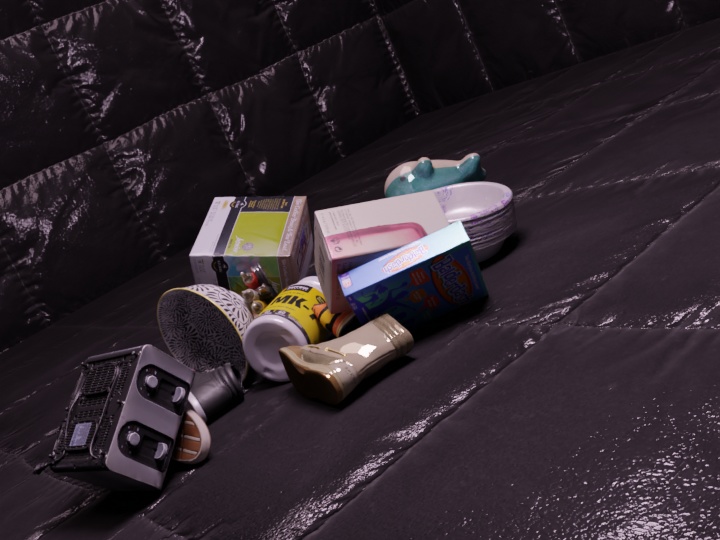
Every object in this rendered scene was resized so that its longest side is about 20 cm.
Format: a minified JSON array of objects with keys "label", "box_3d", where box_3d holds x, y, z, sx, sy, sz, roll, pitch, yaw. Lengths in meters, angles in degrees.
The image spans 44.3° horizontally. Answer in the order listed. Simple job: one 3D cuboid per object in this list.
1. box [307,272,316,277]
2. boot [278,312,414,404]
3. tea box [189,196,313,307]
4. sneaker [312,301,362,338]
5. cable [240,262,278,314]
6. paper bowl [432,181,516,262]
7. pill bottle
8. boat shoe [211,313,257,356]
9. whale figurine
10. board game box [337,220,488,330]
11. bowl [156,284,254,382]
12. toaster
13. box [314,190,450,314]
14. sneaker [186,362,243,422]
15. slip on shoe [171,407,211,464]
[{"label":"box","box_3d":[-0.066,0.034,1.772,0.198,0.046,0.159,-25,13,8]},{"label":"boot","box_3d":[-0.024,0.120,1.303,0.155,0.073,0.199,-31,16,-23]},{"label":"tea box","box_3d":[-0.204,-0.037,1.717,0.194,0.135,0.201,0,38,9]},{"label":"sneaker","box_3d":[0.008,0.032,1.452,0.090,0.070,0.200,34,53,26]},{"label":"cable","box_3d":[-0.166,0.057,1.577,0.050,0.098,0.200,-22,-27,2]},{"label":"paper bowl","box_3d":[0.178,-0.077,1.572,0.198,0.105,0.201,-12,20,4]},{"label":"pill bottle","box_3d":[-0.107,0.091,1.481,0.113,0.115,0.200,-19,15,25]},{"label":"boat shoe","box_3d":[-0.218,0.108,1.660,0.076,0.071,0.200,-64,-4,24]},{"label":"whale figurine","box_3d":[0.145,-0.153,1.692,0.198,0.159,0.105,-18,57,11]},{"label":"board game box","box_3d":[0.083,0.023,1.331,0.198,0.152,0.045,-25,52,4]},{"label":"bowl","box_3d":[-0.244,0.095,1.516,0.199,0.202,0.094,-13,20,42]},{"label":"toaster","box_3d":[-0.344,0.216,1.262,0.199,0.118,0.183,-14,53,42]},{"label":"box","box_3d":[0.034,-0.028,1.374,0.198,0.129,0.110,-11,49,-12]},{"label":"sneaker","box_3d":[-0.251,0.191,1.475,0.099,0.071,0.200,-27,19,-18]},{"label":"slip on shoe","box_3d":[-0.270,0.241,1.321,0.060,0.077,0.199,19,-11,-40]}]
